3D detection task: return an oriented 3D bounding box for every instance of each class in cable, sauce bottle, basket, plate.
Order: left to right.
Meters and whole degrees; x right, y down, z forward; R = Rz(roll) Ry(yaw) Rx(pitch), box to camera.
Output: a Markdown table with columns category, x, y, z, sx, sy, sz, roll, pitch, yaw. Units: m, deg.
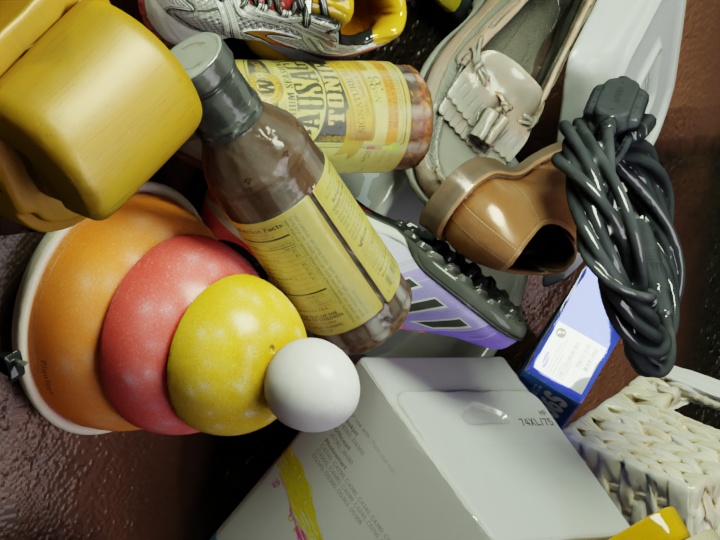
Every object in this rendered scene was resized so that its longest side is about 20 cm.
| category | x | y | z | sx | sy | sz | roll | pitch | yaw |
| --- | --- | --- | --- | --- | --- | --- | --- | --- | --- |
| sauce bottle | -0.057 | -0.084 | 1.582 | 0.199 | 0.066 | 0.066 | -4 | 110 | -30 |
| sauce bottle | -0.042 | -0.042 | 1.535 | 0.065 | 0.065 | 0.200 | -49 | 127 | -24 |
| cable | 0.151 | -0.017 | 1.657 | 0.200 | 0.051 | 0.164 | -66 | 146 | -67 |
| plate | 0.168 | -0.116 | 1.825 | 0.200 | 0.032 | 0.200 | 93 | 21 | -45 |
| basket | 0.212 | 0.186 | 1.920 | 0.123 | 0.135 | 0.201 | -25 | 123 | -40 |

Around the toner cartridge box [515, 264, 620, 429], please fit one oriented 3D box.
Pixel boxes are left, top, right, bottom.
| category | x | y | z | sx | sy | sz | roll | pitch | yaw |
| --- | --- | --- | --- | --- | --- | --- | --- | --- | --- |
| toner cartridge box | 0.126 | 0.063 | 1.836 | 0.095 | 0.043 | 0.200 | -57 | 176 | -19 |

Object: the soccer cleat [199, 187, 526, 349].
| category | x | y | z | sx | sy | sz | roll | pitch | yaw |
| --- | --- | --- | --- | --- | --- | --- | --- | --- | --- |
| soccer cleat | 0.000 | 0.000 | 1.642 | 0.073 | 0.199 | 0.068 | -60 | 177 | 9 |

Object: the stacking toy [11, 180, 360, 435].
| category | x | y | z | sx | sy | sz | roll | pitch | yaw |
| --- | --- | --- | --- | --- | --- | --- | --- | --- | --- |
| stacking toy | -0.076 | 0.045 | 1.542 | 0.146 | 0.199 | 0.147 | -24 | 124 | -41 |

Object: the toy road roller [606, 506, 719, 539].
| category | x | y | z | sx | sy | sz | roll | pitch | yaw |
| --- | --- | --- | --- | --- | --- | --- | --- | --- | --- |
| toy road roller | 0.139 | 0.239 | 1.664 | 0.199 | 0.123 | 0.146 | -30 | 166 | -2 |

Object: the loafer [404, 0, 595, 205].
| category | x | y | z | sx | sy | sz | roll | pitch | yaw |
| --- | --- | --- | --- | --- | --- | --- | --- | --- | --- |
| loafer | 0.086 | -0.121 | 1.703 | 0.072 | 0.063 | 0.200 | 46 | 51 | -24 |

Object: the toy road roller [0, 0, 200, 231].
| category | x | y | z | sx | sy | sz | roll | pitch | yaw |
| --- | --- | --- | --- | --- | --- | --- | --- | --- | --- |
| toy road roller | -0.165 | -0.109 | 1.398 | 0.123 | 0.146 | 0.200 | -48 | 137 | -26 |

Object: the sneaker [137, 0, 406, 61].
| category | x | y | z | sx | sy | sz | roll | pitch | yaw |
| --- | --- | --- | --- | --- | --- | --- | --- | --- | --- |
| sneaker | -0.050 | -0.160 | 1.570 | 0.200 | 0.082 | 0.078 | 7 | 79 | -53 |

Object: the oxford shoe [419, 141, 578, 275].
| category | x | y | z | sx | sy | sz | roll | pitch | yaw |
| --- | --- | --- | --- | --- | --- | --- | --- | --- | --- |
| oxford shoe | 0.105 | -0.027 | 1.680 | 0.071 | 0.071 | 0.200 | -56 | 163 | 23 |

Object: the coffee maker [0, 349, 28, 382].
| category | x | y | z | sx | sy | sz | roll | pitch | yaw |
| --- | --- | --- | --- | --- | --- | --- | --- | --- | --- |
| coffee maker | -0.264 | -0.003 | 1.371 | 0.192 | 0.134 | 0.201 | -48 | 142 | -53 |

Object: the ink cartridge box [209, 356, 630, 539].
| category | x | y | z | sx | sy | sz | roll | pitch | yaw |
| --- | --- | --- | --- | --- | --- | --- | --- | --- | --- |
| ink cartridge box | 0.026 | 0.169 | 1.705 | 0.146 | 0.146 | 0.200 | 2 | 134 | -51 |

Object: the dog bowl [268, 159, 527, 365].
| category | x | y | z | sx | sy | sz | roll | pitch | yaw |
| --- | --- | --- | --- | --- | --- | --- | --- | --- | --- |
| dog bowl | 0.031 | -0.004 | 1.763 | 0.200 | 0.059 | 0.201 | -23 | 122 | -43 |

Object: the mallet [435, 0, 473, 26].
| category | x | y | z | sx | sy | sz | roll | pitch | yaw |
| --- | --- | --- | --- | --- | --- | --- | --- | --- | --- |
| mallet | 0.048 | -0.158 | 1.742 | 0.066 | 0.041 | 0.200 | -61 | 145 | -13 |
